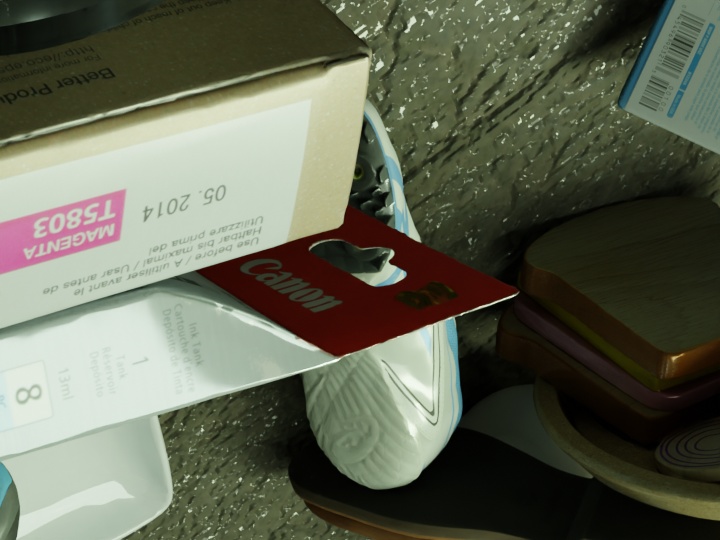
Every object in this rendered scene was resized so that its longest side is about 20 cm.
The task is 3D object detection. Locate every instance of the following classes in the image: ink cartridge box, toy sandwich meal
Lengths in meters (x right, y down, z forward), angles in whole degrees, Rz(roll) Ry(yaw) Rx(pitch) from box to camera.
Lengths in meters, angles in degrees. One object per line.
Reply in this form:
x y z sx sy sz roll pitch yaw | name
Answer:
-0.124 -0.061 0.890 0.199 0.165 0.075 -16 136 -29 | ink cartridge box
-0.072 -0.002 0.959 0.199 0.160 0.047 -17 111 -22 | ink cartridge box
0.161 0.033 1.212 0.205 0.205 0.070 -17 120 -28 | toy sandwich meal

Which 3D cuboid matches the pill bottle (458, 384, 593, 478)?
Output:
0.131 0.116 1.335 0.200 0.112 0.113 9 121 -46 | pill bottle

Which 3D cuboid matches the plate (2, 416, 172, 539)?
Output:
-0.173 0.067 1.085 0.199 0.032 0.200 -28 141 -18 | plate

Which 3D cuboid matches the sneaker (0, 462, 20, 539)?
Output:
-0.185 0.138 1.076 0.200 0.073 0.082 -50 159 21 | sneaker

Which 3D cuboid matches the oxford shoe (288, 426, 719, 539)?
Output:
0.060 0.116 1.212 0.071 0.199 0.071 -49 144 -47 | oxford shoe

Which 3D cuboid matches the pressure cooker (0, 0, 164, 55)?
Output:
-0.111 -0.156 0.791 0.179 0.175 0.200 -55 155 -32 | pressure cooker

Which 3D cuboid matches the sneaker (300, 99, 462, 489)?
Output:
0.000 0.000 1.154 0.073 0.072 0.200 -63 152 -42 | sneaker

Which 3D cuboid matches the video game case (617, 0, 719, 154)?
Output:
0.223 -0.089 1.156 0.018 0.200 0.143 -59 174 -74 | video game case
